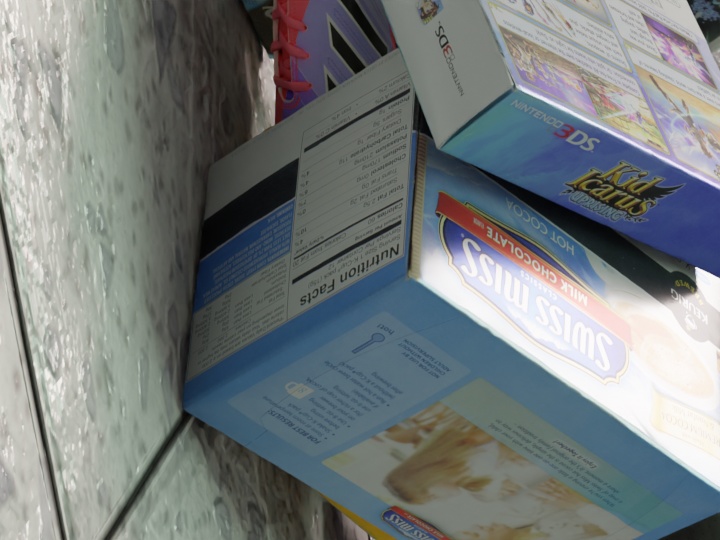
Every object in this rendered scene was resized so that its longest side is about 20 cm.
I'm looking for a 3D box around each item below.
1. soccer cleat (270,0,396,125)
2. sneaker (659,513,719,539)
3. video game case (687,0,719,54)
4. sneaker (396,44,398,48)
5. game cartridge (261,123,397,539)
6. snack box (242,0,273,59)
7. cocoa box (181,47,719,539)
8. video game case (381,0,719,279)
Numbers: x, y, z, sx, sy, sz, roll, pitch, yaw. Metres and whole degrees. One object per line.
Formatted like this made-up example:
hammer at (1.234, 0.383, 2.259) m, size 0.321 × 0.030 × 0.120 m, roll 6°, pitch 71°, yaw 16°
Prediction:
soccer cleat at (-0.016, -0.127, 1.011) m, size 0.076 × 0.067 × 0.200 m, roll 9°, pitch 92°, yaw -45°
sneaker at (0.101, 0.175, 1.078) m, size 0.115 × 0.075 × 0.200 m, roll -10°, pitch 132°, yaw -57°
video game case at (0.117, -0.171, 1.344) m, size 0.182 × 0.200 × 0.023 m, roll 40°, pitch 45°, yaw -16°
sneaker at (0.023, -0.158, 1.086) m, size 0.115 × 0.080 × 0.200 m, roll 41°, pitch 58°, yaw -30°
game cartridge at (0.015, 0.040, 1.083) m, size 0.200 × 0.032 × 0.177 m, roll 44°, pitch 39°, yaw -39°
snack box at (-0.048, -0.195, 1.069) m, size 0.200 × 0.037 × 0.116 m, roll 64°, pitch 23°, yaw -64°
cocoa box at (0.044, 0.027, 0.968) m, size 0.200 × 0.133 × 0.131 m, roll 34°, pitch 42°, yaw -32°
video game case at (0.080, -0.101, 0.965) m, size 0.200 × 0.045 × 0.182 m, roll 21°, pitch 39°, yaw -45°
